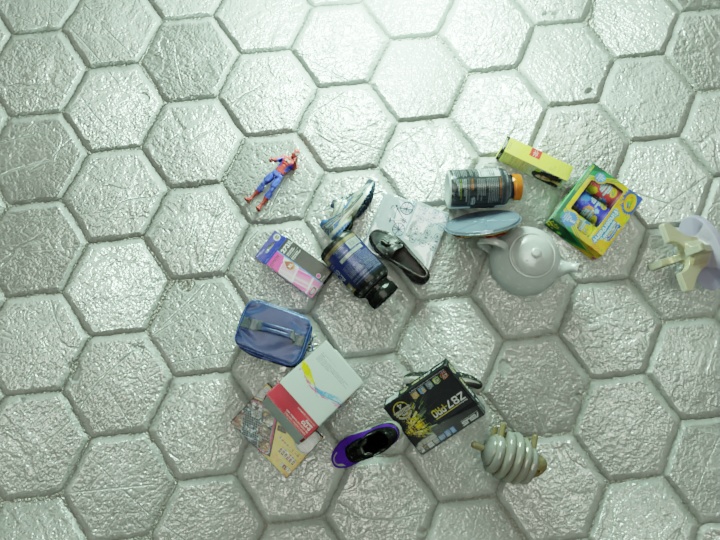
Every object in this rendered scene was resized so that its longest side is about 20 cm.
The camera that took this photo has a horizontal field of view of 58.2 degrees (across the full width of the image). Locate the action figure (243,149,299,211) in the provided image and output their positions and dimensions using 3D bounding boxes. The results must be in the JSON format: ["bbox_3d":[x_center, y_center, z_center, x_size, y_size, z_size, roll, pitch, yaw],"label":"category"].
[{"bbox_3d":[-0.231,-0.260,1.743,0.065,0.099,0.200,37,78,5],"label":"action figure"}]

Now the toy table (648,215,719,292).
[{"bbox_3d":[0.857,-0.039,1.684,0.117,0.184,0.201,-11,66,-19],"label":"toy table"}]

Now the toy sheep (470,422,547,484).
[{"bbox_3d":[0.365,0.455,1.594,0.199,0.138,0.138,18,79,-1],"label":"toy sheep"}]

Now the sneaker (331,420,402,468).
[{"bbox_3d":[0.003,0.432,1.585,0.200,0.099,0.070,-32,86,15],"label":"sneaker"}]

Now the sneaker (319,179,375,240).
[{"bbox_3d":[-0.036,-0.175,1.740,0.085,0.077,0.200,35,80,10],"label":"sneaker"}]

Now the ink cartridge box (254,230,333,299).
[{"bbox_3d":[-0.179,-0.018,1.726,0.200,0.037,0.095,35,80,8],"label":"ink cartridge box"}]

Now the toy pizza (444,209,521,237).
[{"bbox_3d":[0.318,-0.115,1.685,0.199,0.200,0.032,-12,109,-3],"label":"toy pizza"}]

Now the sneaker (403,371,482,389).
[{"bbox_3d":[0.212,0.299,1.656,0.199,0.074,0.080,-2,88,5],"label":"sneaker"}]

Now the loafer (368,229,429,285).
[{"bbox_3d":[0.106,-0.043,1.700,0.200,0.063,0.072,42,82,6],"label":"loafer"}]

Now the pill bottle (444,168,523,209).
[{"bbox_3d":[0.331,-0.220,1.737,0.199,0.106,0.107,-2,79,-1],"label":"pill bottle"}]

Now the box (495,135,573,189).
[{"bbox_3d":[0.474,-0.295,1.771,0.199,0.075,0.050,27,79,5],"label":"box"}]

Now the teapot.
[{"bbox_3d":[0.432,-0.033,1.682,0.199,0.146,0.198,-27,80,-5],"label":"teapot"}]

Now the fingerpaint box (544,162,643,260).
[{"bbox_3d":[0.628,-0.158,1.746,0.167,0.073,0.200,38,81,6],"label":"fingerpaint box"}]

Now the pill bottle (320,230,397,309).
[{"bbox_3d":[0.000,0.000,1.685,0.112,0.112,0.200,-41,82,-8],"label":"pill bottle"}]

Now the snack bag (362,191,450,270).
[{"bbox_3d":[0.121,-0.106,1.754,0.199,0.021,0.189,23,80,4],"label":"snack bag"}]

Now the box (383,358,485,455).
[{"bbox_3d":[0.182,0.338,1.604,0.200,0.049,0.161,-37,96,16],"label":"box"}]

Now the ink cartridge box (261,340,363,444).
[{"bbox_3d":[-0.117,0.300,1.585,0.200,0.145,0.145,-41,83,-22],"label":"ink cartridge box"}]

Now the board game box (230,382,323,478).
[{"bbox_3d":[-0.211,0.403,1.640,0.200,0.035,0.136,43,81,7],"label":"board game box"}]

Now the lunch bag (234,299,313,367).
[{"bbox_3d":[-0.212,0.164,1.638,0.199,0.132,0.136,17,79,3],"label":"lunch bag"}]
